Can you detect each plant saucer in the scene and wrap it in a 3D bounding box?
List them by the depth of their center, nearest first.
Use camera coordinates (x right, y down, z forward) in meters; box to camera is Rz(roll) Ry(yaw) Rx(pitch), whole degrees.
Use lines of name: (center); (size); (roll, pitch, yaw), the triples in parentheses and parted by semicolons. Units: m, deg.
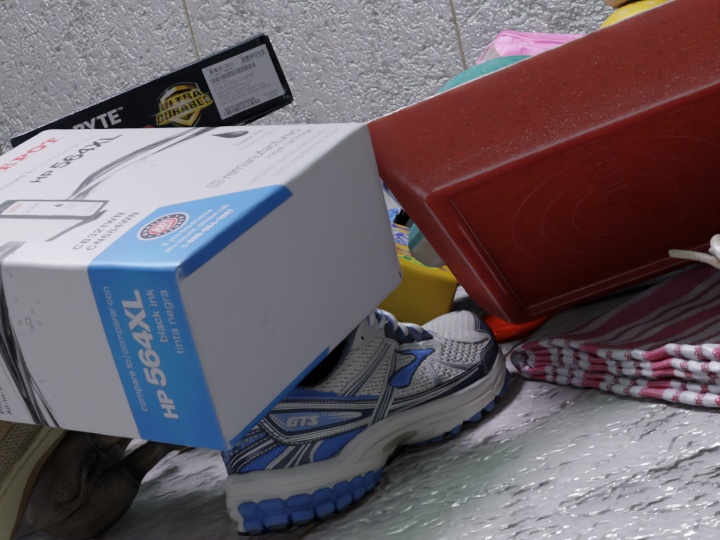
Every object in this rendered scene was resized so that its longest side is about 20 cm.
plant saucer: (0.123, -0.041, 0.628); (0.199, 0.037, 0.200); (-20, -30, 14)

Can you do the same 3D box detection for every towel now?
towel: (0.173, 0.017, 0.607); (0.146, 0.030, 0.200); (-22, 7, -20)

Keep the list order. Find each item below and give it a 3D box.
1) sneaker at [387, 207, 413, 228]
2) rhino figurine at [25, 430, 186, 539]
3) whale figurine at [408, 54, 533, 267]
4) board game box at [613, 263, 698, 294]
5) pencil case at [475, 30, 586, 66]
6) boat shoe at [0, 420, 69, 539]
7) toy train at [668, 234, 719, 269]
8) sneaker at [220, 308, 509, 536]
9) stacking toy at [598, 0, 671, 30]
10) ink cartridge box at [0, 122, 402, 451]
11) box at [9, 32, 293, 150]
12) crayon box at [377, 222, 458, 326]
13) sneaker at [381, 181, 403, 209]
sneaker: (0.024, -0.018, 1.051); (0.199, 0.077, 0.111); (-12, -1, 9)
rhino figurine: (-0.160, 0.102, 0.732); (0.087, 0.060, 0.200); (-47, 14, -16)
whale figurine: (0.092, -0.062, 0.768); (0.159, 0.104, 0.200); (-29, -11, 9)
board game box: (0.218, -0.031, 0.805); (0.199, 0.035, 0.126); (-17, 8, 25)
pencil case: (0.157, -0.116, 0.856); (0.091, 0.094, 0.200); (-42, 32, -27)
boat shoe: (-0.185, 0.073, 0.641); (0.071, 0.064, 0.200); (-31, 30, 37)
toy train: (0.171, -0.031, 0.463); (0.084, 0.116, 0.200); (-23, 26, -24)
sneaker: (0.004, 0.046, 0.622); (0.077, 0.085, 0.200); (-14, 9, 37)
stacking toy: (0.212, -0.143, 0.943); (0.146, 0.201, 0.146); (-14, -5, -1)
ink cartridge box: (-0.106, -0.001, 0.582); (0.199, 0.085, 0.146); (3, 29, 32)
box: (-0.133, -0.091, 0.827); (0.158, 0.046, 0.200); (-24, 8, -8)
crayon box: (0.000, 0.000, 0.861); (0.125, 0.052, 0.200); (18, 11, 1)
sneaker: (0.098, -0.034, 0.926); (0.200, 0.088, 0.075); (14, -62, -42)
